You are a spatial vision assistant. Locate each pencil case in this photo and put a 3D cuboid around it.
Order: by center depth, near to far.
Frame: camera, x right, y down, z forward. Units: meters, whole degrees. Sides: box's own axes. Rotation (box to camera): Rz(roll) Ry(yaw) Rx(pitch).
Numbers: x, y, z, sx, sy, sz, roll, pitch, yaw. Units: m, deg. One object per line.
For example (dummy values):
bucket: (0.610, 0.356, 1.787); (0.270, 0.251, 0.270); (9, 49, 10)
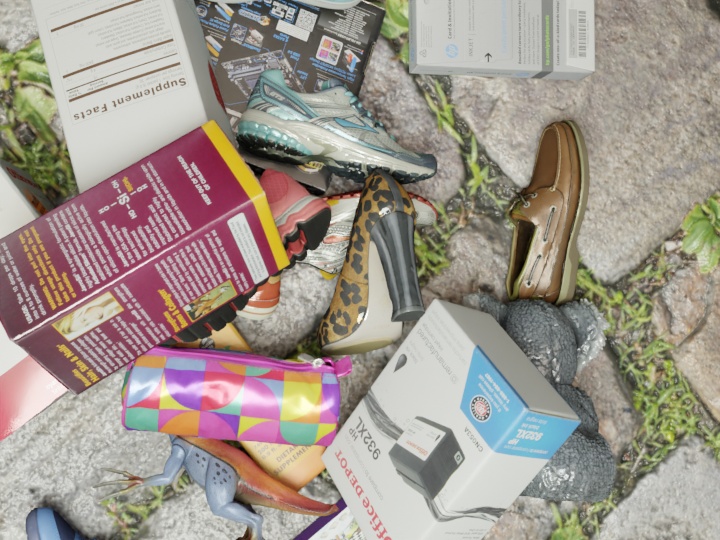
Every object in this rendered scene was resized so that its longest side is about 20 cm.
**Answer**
pencil case: (-0.111, 0.108, 0.720); (0.198, 0.088, 0.089); (4, 88, -11)

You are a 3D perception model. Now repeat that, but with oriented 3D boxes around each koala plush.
koala plush: (0.171, 0.120, 0.797); (0.176, 0.184, 0.202); (7, 78, -10)

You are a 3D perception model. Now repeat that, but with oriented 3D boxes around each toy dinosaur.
toy dinosaur: (-0.141, 0.175, 0.763); (0.199, 0.105, 0.183); (-23, 83, 0)

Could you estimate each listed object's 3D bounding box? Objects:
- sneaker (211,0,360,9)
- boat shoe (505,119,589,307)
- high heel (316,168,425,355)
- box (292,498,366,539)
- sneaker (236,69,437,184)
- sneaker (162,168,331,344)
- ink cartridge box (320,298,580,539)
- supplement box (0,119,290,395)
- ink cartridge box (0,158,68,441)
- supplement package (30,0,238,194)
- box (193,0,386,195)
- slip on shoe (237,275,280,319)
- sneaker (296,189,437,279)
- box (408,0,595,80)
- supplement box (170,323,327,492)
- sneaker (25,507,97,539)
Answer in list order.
sneaker: (-0.084, -0.296, 0.752); (0.198, 0.082, 0.075); (-1, 86, -11)
boat shoe: (0.193, -0.061, 0.846); (0.067, 0.072, 0.202); (4, 88, -11)
high heel: (0.000, 0.000, 0.772); (0.071, 0.200, 0.144); (0, 70, -27)
box: (0.011, 0.302, 0.824); (0.200, 0.039, 0.137); (-38, 94, -9)
sneaker: (-0.013, -0.137, 0.765); (0.199, 0.078, 0.087); (14, 84, -18)
sneaker: (-0.123, -0.014, 0.710); (0.200, 0.074, 0.087); (-38, 69, -14)
ink cartridge box: (0.071, 0.150, 0.711); (0.083, 0.145, 0.201); (16, 116, -42)
supplement box: (-0.165, -0.008, 0.608); (0.199, 0.111, 0.086); (-32, 63, -10)
ink cartridge box: (-0.313, 0.022, 0.719); (0.144, 0.145, 0.200); (-38, 96, -9)
supplement package: (-0.191, -0.160, 0.703); (0.119, 0.121, 0.201); (-18, 81, 2)
box: (-0.097, -0.202, 0.811); (0.199, 0.050, 0.200); (18, 87, -9)
slip on shoe: (-0.164, -0.021, 0.769); (0.199, 0.074, 0.062); (25, 115, 6)
sneaker: (-0.019, -0.037, 0.815); (0.198, 0.078, 0.083); (-11, 98, -2)
box: (0.151, -0.288, 0.860); (0.198, 0.041, 0.157); (-1, 89, -11)
supplement box: (-0.113, 0.125, 0.793); (0.066, 0.069, 0.200); (-38, 93, -10)
sneaker: (-0.242, 0.298, 0.766); (0.082, 0.074, 0.201); (-35, 102, -11)
